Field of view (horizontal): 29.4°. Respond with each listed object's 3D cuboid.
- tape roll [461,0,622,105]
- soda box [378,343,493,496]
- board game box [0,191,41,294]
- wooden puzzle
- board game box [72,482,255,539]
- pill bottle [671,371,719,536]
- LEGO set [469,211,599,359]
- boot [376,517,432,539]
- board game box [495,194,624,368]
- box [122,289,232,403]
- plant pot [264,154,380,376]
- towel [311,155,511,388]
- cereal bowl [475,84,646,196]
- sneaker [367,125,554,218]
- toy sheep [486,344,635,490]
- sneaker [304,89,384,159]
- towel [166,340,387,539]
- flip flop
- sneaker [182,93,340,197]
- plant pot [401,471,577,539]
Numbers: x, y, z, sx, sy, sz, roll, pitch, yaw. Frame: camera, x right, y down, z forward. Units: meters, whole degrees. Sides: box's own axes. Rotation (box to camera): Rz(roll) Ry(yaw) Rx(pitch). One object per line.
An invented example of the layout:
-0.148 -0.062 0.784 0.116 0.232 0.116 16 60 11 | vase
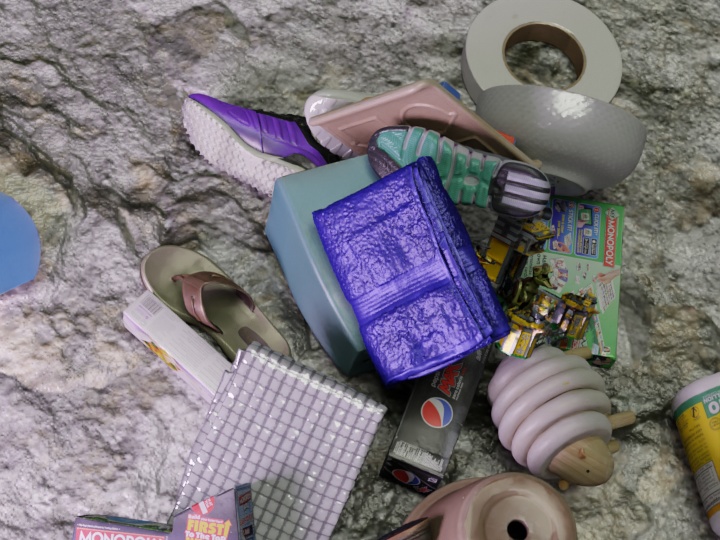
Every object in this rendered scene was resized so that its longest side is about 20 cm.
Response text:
0.224 -0.257 1.702 0.202 0.037 0.204 3 61 -6 | tape roll
0.086 0.133 1.455 0.063 0.071 0.201 23 62 3 | soda box
-0.447 -0.009 1.480 0.199 0.039 0.158 -28 64 -26 | board game box
0.072 -0.149 1.495 0.200 0.185 0.047 29 64 -35 | wooden puzzle
-0.174 0.294 1.297 0.199 0.062 0.201 8 86 10 | board game box
0.407 0.213 1.434 0.112 0.113 0.201 -7 63 -11 | pill bottle
0.172 0.003 1.432 0.154 0.116 0.199 33 23 33 | LEGO set
0.010 0.321 1.312 0.200 0.075 0.097 -39 79 20 | boot
0.230 0.006 1.567 0.134 0.029 0.201 11 61 -2 | board game box
-0.170 0.102 1.456 0.200 0.039 0.041 40 66 13 | box
0.000 0.000 1.482 0.141 0.141 0.201 -16 71 -15 | plant pot
0.045 0.003 1.362 0.147 0.050 0.201 -27 81 20 | towel
0.220 -0.138 1.557 0.199 0.200 0.084 14 82 0 | cereal bowl
0.106 -0.100 1.445 0.199 0.087 0.075 20 100 14 | sneaker
0.200 0.143 1.439 0.137 0.138 0.200 -21 52 -18 | toy sheep
0.020 -0.174 1.592 0.199 0.076 0.081 15 43 -30 | sneaker
-0.081 0.189 1.368 0.165 0.086 0.201 23 88 6 | towel
-0.154 0.039 1.480 0.200 0.058 0.081 42 65 14 | flip flop
-0.110 -0.152 1.589 0.200 0.070 0.100 34 53 10 | sneaker
0.136 0.278 1.328 0.199 0.175 0.201 4 62 -7 | plant pot
